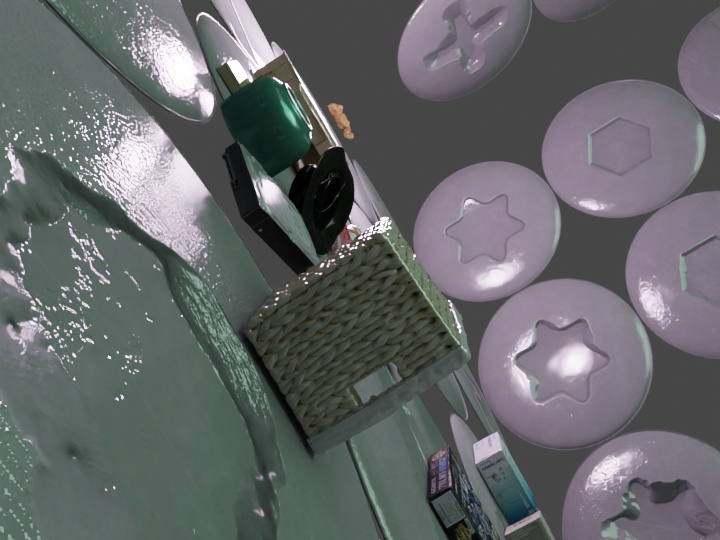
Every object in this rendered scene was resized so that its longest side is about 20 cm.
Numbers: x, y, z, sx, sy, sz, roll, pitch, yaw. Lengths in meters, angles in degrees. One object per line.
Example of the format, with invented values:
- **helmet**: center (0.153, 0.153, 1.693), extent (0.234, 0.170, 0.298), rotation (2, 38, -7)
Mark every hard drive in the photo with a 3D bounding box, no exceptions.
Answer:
- **hard drive**: center (-0.128, -0.083, 1.045), extent (0.200, 0.037, 0.141), rotation (50, 13, -51)

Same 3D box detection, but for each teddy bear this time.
- **teddy bear**: center (-0.088, -0.744, 3.478), extent (0.203, 0.066, 0.145), rotation (60, 6, -9)

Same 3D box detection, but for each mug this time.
- **mug**: center (-0.151, -0.255, 1.212), extent (0.154, 0.113, 0.185), rotation (58, 9, -14)

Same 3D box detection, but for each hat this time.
- **hat**: center (-0.085, -0.133, 1.291), extent (0.200, 0.079, 0.206), rotation (15, 89, -69)

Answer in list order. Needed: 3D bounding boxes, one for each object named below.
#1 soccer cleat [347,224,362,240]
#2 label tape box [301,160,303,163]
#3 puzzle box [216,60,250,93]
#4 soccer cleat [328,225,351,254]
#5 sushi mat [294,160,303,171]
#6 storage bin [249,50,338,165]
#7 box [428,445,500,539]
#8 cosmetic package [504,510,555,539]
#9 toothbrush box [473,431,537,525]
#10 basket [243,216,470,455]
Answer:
- **soccer cleat**: center (0.000, 0.000, 1.517), extent (0.073, 0.067, 0.203), rotation (-21, 85, -58)
- **label tape box**: center (-0.083, -0.238, 1.771), extent (0.201, 0.062, 0.146), rotation (53, 11, -41)
- **puzzle box**: center (-0.210, -0.320, 1.390), extent (0.202, 0.025, 0.133), rotation (59, 9, -14)
- **soccer cleat**: center (-0.055, -0.097, 1.408), extent (0.202, 0.075, 0.067), rotation (58, 8, -20)
- **sushi mat**: center (-0.147, -0.255, 1.601), extent (0.203, 0.012, 0.096), rotation (62, 10, 11)
- **storage bin**: center (-0.139, -0.343, 1.537), extent (0.201, 0.092, 0.200), rotation (56, 6, -41)
- **box**: center (0.183, 0.426, 1.197), extent (0.201, 0.049, 0.200), rotation (61, 8, -2)
- **cosmetic package**: center (0.434, 0.693, 1.662), extent (0.203, 0.102, 0.087), rotation (64, 10, 14)
- **toothbrush box**: center (0.388, 0.560, 1.883), extent (0.203, 0.084, 0.146), rotation (61, 9, -2)
- **basket**: center (-0.001, 0.059, 0.788), extent (0.163, 0.196, 0.200), rotation (57, 9, -5)
